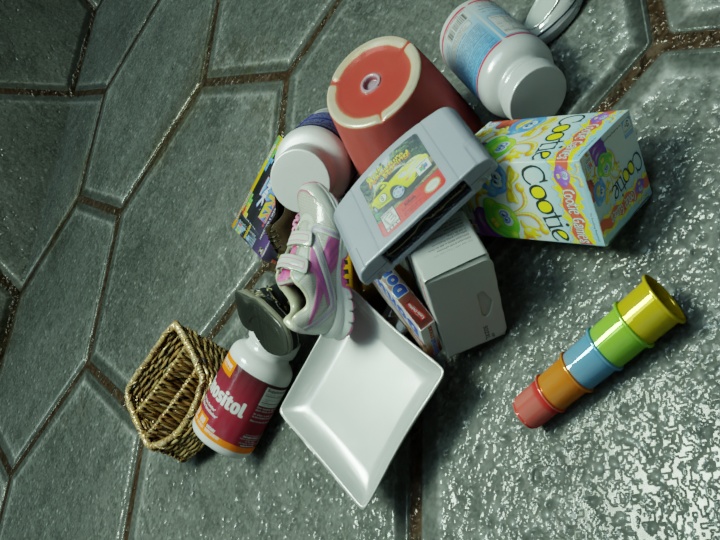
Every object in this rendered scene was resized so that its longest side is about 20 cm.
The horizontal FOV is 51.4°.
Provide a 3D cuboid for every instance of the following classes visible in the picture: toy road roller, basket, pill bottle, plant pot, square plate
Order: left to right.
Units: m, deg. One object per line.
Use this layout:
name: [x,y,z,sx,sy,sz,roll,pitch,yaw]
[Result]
basket: [-0.320,0.222,1.309,0.201,0.147,0.144,-48,26,21]
pill bottle: [-0.179,0.186,1.201,0.203,0.111,0.113,-61,37,6]
pill bottle: [-0.063,-0.162,1.113,0.120,0.119,0.201,-45,8,25]
square plate: [-0.001,0.158,0.955,0.197,0.028,0.203,39,103,40]
toy road roller: [0.000,0.000,1.081,0.143,0.122,0.205,-21,55,26]
plant pot: [0.053,-0.206,1.028,0.196,0.177,0.205,-14,59,24]
pill bottle: [0.189,-0.275,0.996,0.109,0.107,0.202,-49,39,20]

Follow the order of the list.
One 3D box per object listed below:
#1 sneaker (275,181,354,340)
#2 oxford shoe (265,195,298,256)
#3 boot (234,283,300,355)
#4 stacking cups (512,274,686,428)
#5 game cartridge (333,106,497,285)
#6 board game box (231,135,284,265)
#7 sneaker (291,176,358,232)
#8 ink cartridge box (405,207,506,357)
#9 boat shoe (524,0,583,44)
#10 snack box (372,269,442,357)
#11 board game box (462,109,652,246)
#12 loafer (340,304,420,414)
sneaker: [-0.064,-0.012,0.946,0.081,0.086,0.206,-17,78,59]
oxford shoe: [-0.128,-0.047,1.273,0.072,0.082,0.206,-10,78,60]
boot: [-0.092,0.055,1.119,0.203,0.150,0.076,25,126,60]
stacking cups: [0.236,0.092,0.770,0.200,0.060,0.061,-47,40,24]
game cartridge: [0.055,-0.092,0.866,0.199,0.041,0.134,-42,38,14]
board game box: [-0.149,-0.131,1.389,0.203,0.056,0.165,-61,35,7]
sneaker: [-0.048,-0.090,1.213,0.093,0.079,0.204,-12,48,29]
ink cartridge box: [0.098,-0.021,0.924,0.082,0.147,0.202,-22,45,1]
boat shoe: [0.273,-0.400,0.993,0.202,0.066,0.074,-55,37,14]
snack box: [0.036,0.018,0.939,0.024,0.072,0.201,-32,54,-8]
board game box: [0.208,-0.106,0.851,0.105,0.105,0.198,-40,28,-27]
loafer: [0.036,0.132,0.992,0.070,0.072,0.205,23,91,52]
